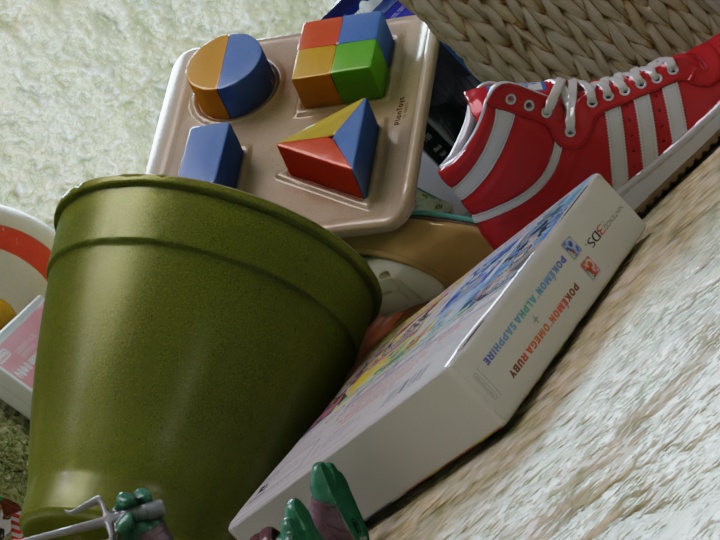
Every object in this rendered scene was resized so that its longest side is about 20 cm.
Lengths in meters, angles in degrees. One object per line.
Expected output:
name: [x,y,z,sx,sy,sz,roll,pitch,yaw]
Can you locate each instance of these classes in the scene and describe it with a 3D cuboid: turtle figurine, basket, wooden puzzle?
turtle figurine: [-0.096,0.163,1.061,0.199,0.101,0.150,-27,25,16]
basket: [0.149,-0.187,1.400,0.161,0.200,0.198,-44,4,25]
wooden puzzle: [-0.051,-0.092,1.388,0.199,0.046,0.186,-10,45,22]

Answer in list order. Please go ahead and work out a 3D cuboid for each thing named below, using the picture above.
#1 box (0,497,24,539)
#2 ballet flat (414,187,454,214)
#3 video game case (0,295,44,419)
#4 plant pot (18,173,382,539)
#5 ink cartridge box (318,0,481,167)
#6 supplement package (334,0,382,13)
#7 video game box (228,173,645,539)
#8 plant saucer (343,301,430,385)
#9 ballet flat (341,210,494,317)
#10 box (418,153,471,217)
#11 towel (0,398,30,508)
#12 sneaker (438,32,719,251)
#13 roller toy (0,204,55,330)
box: [-0.260,0.207,1.418,0.199,0.137,0.038,-22,-9,-20]
ballet flat: [-0.022,0.018,1.439,0.200,0.064,0.076,-45,5,-1]
video game case: [-0.145,0.096,1.420,0.017,0.200,0.143,-53,2,16]
plant pot: [-0.107,0.079,1.286,0.200,0.200,0.194,-36,35,60]
ink cartridge box: [0.068,-0.121,1.481,0.099,0.200,0.039,-48,3,-29]
supplement package: [0.112,-0.177,1.590,0.156,0.200,0.111,-45,5,-12]
video game box: [0.039,0.055,1.156,0.200,0.047,0.182,-39,9,44]
plant saucer: [0.004,0.062,1.445,0.200,0.037,0.200,-44,4,4]
ballet flat: [0.000,0.000,1.362,0.199,0.069,0.063,4,66,36]
box: [0.003,-0.058,1.611,0.106,0.152,0.200,-46,-4,-27]
towel: [-0.169,0.124,1.396,0.037,0.200,0.148,-53,3,17]
sneaker: [0.132,-0.092,1.226,0.200,0.112,0.071,-45,5,-2]
roller toy: [-0.270,0.054,1.529,0.200,0.182,0.140,-49,7,-32]
